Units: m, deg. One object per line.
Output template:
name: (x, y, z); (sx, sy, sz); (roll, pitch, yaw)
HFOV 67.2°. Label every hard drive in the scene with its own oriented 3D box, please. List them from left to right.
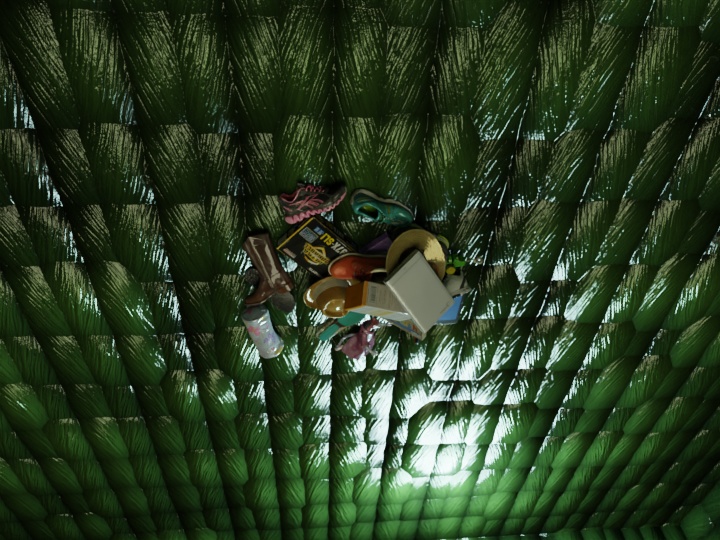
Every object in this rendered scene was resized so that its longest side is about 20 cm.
hard drive: (0.168, 0.060, 1.528); (0.132, 0.027, 0.201); (-43, 113, -11)

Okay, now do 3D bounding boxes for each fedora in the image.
fedora: (-0.081, 0.092, 1.696); (0.197, 0.083, 0.202); (-16, 149, -10)

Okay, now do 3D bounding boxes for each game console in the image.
game console: (0.267, 0.140, 1.791); (0.117, 0.173, 0.202); (18, 132, 14)

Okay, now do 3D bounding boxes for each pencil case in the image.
pencil case: (-0.324, 0.203, 1.802); (0.089, 0.084, 0.202); (-9, 131, 10)

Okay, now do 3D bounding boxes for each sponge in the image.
sponge: (0.097, -0.025, 1.684); (0.111, 0.030, 0.200); (-31, 127, 22)

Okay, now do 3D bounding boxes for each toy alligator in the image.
toy alligator: (0.281, -0.030, 1.676); (0.197, 0.060, 0.055); (-12, 137, 5)

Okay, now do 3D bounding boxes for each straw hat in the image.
straw hat: (0.142, -0.024, 1.563); (0.198, 0.085, 0.205); (-4, 102, -22)

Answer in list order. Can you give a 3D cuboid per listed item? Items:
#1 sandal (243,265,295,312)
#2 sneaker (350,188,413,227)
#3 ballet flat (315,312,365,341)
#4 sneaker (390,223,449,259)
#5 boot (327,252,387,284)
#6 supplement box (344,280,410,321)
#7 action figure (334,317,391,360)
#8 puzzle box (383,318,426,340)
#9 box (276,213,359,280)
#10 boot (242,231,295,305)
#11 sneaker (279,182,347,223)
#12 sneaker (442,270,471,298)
sandal: (-0.277, 0.051, 1.708); (0.075, 0.048, 0.200); (-37, 111, 22)
sneaker: (0.060, -0.159, 1.532); (0.197, 0.080, 0.078); (16, 128, -19)
ballet flat: (-0.070, 0.163, 1.807); (0.198, 0.064, 0.076); (-30, 128, 16)
sneaker: (0.183, -0.080, 1.612); (0.197, 0.082, 0.074); (15, 128, -17)
boot: (0.000, 0.000, 1.577); (0.196, 0.108, 0.076); (-5, 119, 4)
supplement box: (0.067, 0.091, 1.580); (0.197, 0.075, 0.126); (13, 164, -25)
action figure: (0.015, 0.213, 1.841); (0.147, 0.135, 0.201); (27, 138, 7)
puzzle box: (0.126, 0.131, 1.738); (0.198, 0.025, 0.134); (27, 141, 28)
box: (-0.125, -0.068, 1.614); (0.159, 0.050, 0.199); (-37, 124, 22)
boot: (-0.313, -0.007, 1.618); (0.184, 0.064, 0.202); (-23, 113, 14)
sneaker: (-0.135, -0.204, 1.486); (0.197, 0.079, 0.096); (-21, 118, 10)
sneaker: (0.259, 0.058, 1.682); (0.198, 0.081, 0.073); (-20, -178, -39)
